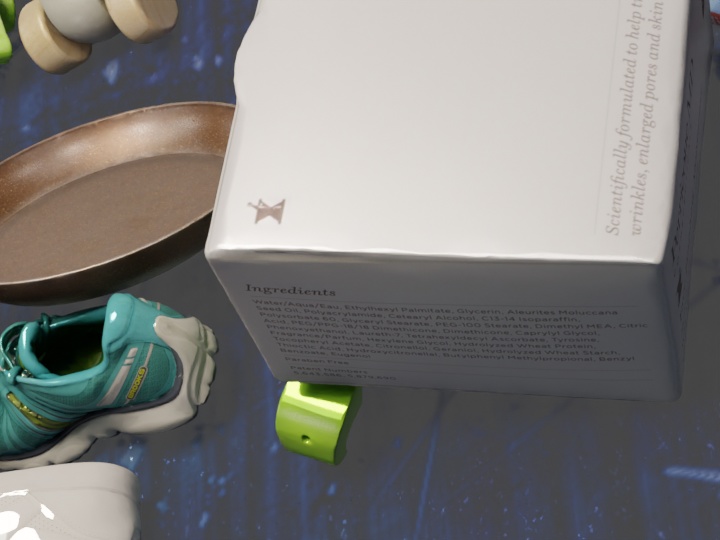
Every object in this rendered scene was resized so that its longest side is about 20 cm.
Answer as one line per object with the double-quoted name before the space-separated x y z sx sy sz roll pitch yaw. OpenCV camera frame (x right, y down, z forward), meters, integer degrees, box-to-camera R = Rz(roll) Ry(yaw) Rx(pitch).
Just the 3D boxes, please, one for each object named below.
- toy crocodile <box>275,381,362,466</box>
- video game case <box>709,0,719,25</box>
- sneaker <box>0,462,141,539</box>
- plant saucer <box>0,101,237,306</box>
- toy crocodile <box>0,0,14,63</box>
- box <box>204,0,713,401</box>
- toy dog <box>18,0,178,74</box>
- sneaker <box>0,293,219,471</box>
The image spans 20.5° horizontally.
"toy crocodile" 0.000 0.000 0.997 0.067 0.062 0.201 3 61 14
"video game case" 0.262 -0.156 0.924 0.199 0.017 0.144 27 81 44
"sneaker" -0.206 0.168 0.998 0.198 0.074 0.116 -10 56 3
"plant saucer" -0.140 -0.034 1.089 0.199 0.032 0.201 -15 26 7
"toy crocodile" -0.270 -0.202 1.301 0.067 0.062 0.201 -8 46 -18
"box" 0.053 -0.060 0.902 0.198 0.131 0.200 2 62 15
"toy dog" -0.177 -0.218 1.243 0.132 0.096 0.201 -36 47 13
"sneaker" -0.163 0.051 1.064 0.199 0.079 0.078 -21 50 39
